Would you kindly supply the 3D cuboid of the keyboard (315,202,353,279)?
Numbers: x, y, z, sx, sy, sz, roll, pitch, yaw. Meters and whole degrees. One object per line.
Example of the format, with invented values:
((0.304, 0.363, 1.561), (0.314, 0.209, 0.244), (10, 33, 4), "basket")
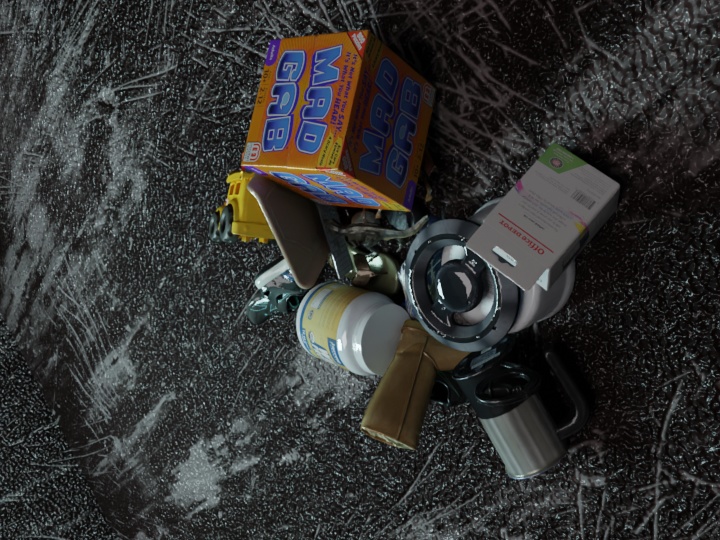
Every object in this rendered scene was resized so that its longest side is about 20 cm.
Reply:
((-0.053, -0.089, 1.347), (0.010, 0.056, 0.205), (-11, 105, 24), "keyboard")

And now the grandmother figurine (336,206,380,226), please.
((-0.044, -0.121, 1.417), (0.198, 0.060, 0.123), (35, 137, 25), "grandmother figurine")

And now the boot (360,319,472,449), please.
((0.112, 0.201, 1.276), (0.171, 0.203, 0.067), (16, 154, 14), "boot")

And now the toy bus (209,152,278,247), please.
((-0.217, -0.147, 1.525), (0.199, 0.133, 0.198), (3, 91, 64), "toy bus")

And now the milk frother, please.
((0.238, 0.221, 1.166), (0.179, 0.200, 0.191), (-27, 98, 38), "milk frother")

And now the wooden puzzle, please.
((-0.112, -0.098, 1.293), (0.036, 0.186, 0.203), (-14, 119, 26), "wooden puzzle")

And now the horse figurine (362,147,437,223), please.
((0.046, -0.162, 1.288), (0.197, 0.049, 0.136), (-20, 77, 32), "horse figurine")

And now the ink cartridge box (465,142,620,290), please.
((0.246, -0.060, 1.049), (0.117, 0.200, 0.068), (38, 167, 26), "ink cartridge box")

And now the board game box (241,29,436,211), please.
((-0.030, -0.222, 1.190), (0.196, 0.198, 0.205), (8, 82, 37), "board game box")

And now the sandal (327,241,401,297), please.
((-0.001, 0.001, 1.420), (0.198, 0.057, 0.082), (19, 116, 41), "sandal")

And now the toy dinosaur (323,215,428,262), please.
((0.032, -0.056, 1.292), (0.195, 0.049, 0.088), (-1, 150, 25), "toy dinosaur")

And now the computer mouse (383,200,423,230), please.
((0.043, -0.132, 1.348), (0.200, 0.034, 0.060), (44, 137, 31), "computer mouse")

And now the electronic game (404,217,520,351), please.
((0.148, 0.023, 1.153), (0.196, 0.041, 0.205), (14, 113, 35), "electronic game")

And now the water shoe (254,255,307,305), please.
((-0.112, -0.003, 1.484), (0.197, 0.072, 0.080), (-28, 105, 27), "water shoe")

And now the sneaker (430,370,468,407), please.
((0.116, 0.176, 1.369), (0.198, 0.078, 0.077), (26, 126, 37), "sneaker")

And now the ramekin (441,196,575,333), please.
((0.217, -0.003, 1.176), (0.198, 0.097, 0.206), (20, 121, 38), "ramekin")

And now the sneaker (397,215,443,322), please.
((0.099, -0.001, 1.313), (0.084, 0.076, 0.205), (27, 124, 39), "sneaker")

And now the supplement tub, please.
((-0.012, 0.105, 1.396), (0.198, 0.142, 0.149), (12, 117, 52), "supplement tub")

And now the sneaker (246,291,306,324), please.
((-0.175, 0.065, 1.602), (0.080, 0.075, 0.201), (51, 136, 12), "sneaker")
